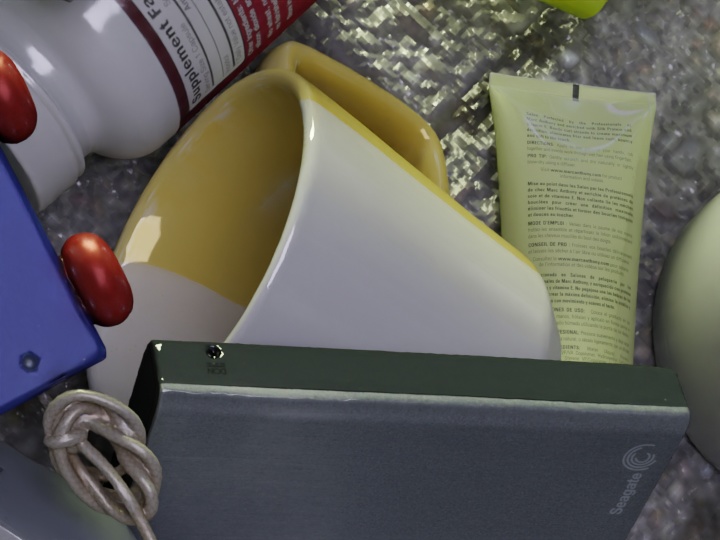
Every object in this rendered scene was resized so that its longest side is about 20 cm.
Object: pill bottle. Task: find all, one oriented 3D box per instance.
[{"bbox_3d":[-0.088,-0.120,0.922,0.113,0.113,0.200,46,72,-1],"label":"pill bottle"}]

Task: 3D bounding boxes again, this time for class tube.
[{"bbox_3d":[0.091,0.012,0.976,0.058,0.052,0.201,23,63,-48],"label":"tube"}]

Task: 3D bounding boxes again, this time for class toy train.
[{"bbox_3d":[-0.125,0.024,0.802,0.084,0.116,0.200,-28,92,-12],"label":"toy train"}]

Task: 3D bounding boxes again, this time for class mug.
[{"bbox_3d":[0.002,0.005,0.900,0.153,0.149,0.187,28,76,-26],"label":"mug"}]

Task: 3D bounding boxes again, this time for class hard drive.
[{"bbox_3d":[0.006,0.084,0.845,0.199,0.140,0.033,3,45,-18],"label":"hard drive"}]

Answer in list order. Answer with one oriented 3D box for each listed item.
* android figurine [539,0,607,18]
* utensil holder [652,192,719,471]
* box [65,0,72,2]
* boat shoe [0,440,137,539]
[{"bbox_3d":[0.070,-0.196,0.980,0.199,0.041,0.183,19,53,-29],"label":"android figurine"},{"bbox_3d":[0.227,0.009,0.926,0.169,0.200,0.171,3,76,-12],"label":"utensil holder"},{"bbox_3d":[-0.123,-0.187,0.893,0.156,0.200,0.041,-46,132,-19],"label":"box"},{"bbox_3d":[-0.174,0.076,0.795,0.200,0.074,0.065,34,111,11],"label":"boat shoe"}]
